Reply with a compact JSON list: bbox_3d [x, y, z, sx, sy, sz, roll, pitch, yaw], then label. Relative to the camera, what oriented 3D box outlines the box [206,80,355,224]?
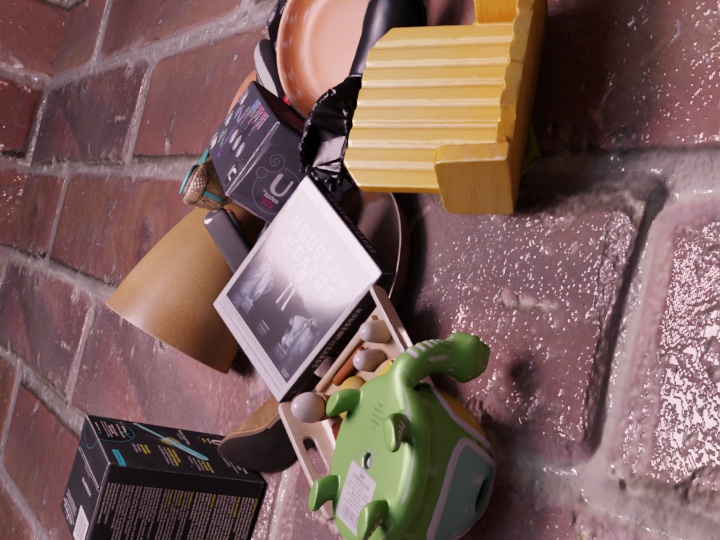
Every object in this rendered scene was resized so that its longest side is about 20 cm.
[{"bbox_3d":[-0.098,-0.131,1.229,0.106,0.122,0.200,-53,25,10],"label":"box"}]

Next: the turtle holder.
[{"bbox_3d":[0.046,0.152,0.890,0.141,0.131,0.187,-28,54,54],"label":"turtle holder"}]

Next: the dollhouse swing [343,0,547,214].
[{"bbox_3d":[0.066,-0.170,0.915,0.182,0.175,0.201,57,-136,-71],"label":"dollhouse swing"}]

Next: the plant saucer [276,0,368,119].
[{"bbox_3d":[-0.019,-0.269,1.223,0.199,0.037,0.202,1,91,41],"label":"plant saucer"}]

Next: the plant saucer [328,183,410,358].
[{"bbox_3d":[0.000,0.000,1.138,0.200,0.032,0.201,-31,53,51],"label":"plant saucer"}]

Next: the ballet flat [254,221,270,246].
[{"bbox_3d":[-0.095,-0.017,1.240,0.200,0.074,0.075,-112,43,-64],"label":"ballet flat"}]

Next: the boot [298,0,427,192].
[{"bbox_3d":[0.000,-0.193,1.078,0.162,0.073,0.199,-46,-25,-55],"label":"boot"}]

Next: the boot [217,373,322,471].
[{"bbox_3d":[-0.099,0.180,1.214,0.200,0.073,0.076,-35,30,44],"label":"boot"}]

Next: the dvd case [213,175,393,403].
[{"bbox_3d":[-0.067,0.021,1.113,0.200,0.025,0.151,-52,60,26],"label":"dvd case"}]

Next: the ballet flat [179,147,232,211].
[{"bbox_3d":[-0.186,-0.111,1.312,0.071,0.065,0.200,-61,9,16],"label":"ballet flat"}]

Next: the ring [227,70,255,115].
[{"bbox_3d":[-0.162,-0.201,1.523,0.200,0.019,0.202,-31,52,51],"label":"ring"}]

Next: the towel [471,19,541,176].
[{"bbox_3d":[0.124,-0.163,1.005,0.086,0.018,0.201,-47,40,42],"label":"towel"}]

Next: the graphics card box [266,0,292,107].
[{"bbox_3d":[-0.067,-0.314,1.371,0.126,0.051,0.201,-52,38,35],"label":"graphics card box"}]

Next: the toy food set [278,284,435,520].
[{"bbox_3d":[-0.006,0.133,1.029,0.200,0.060,0.144,-54,49,34],"label":"toy food set"}]

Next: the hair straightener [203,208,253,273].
[{"bbox_3d":[-0.141,0.013,1.272,0.041,0.077,0.201,-25,84,7],"label":"hair straightener"}]

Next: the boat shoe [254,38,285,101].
[{"bbox_3d":[-0.119,-0.235,1.402,0.064,0.070,0.201,-44,43,32],"label":"boat shoe"}]

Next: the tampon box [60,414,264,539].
[{"bbox_3d":[-0.247,0.278,1.277,0.150,0.199,0.127,31,105,61],"label":"tampon box"}]

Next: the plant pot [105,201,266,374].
[{"bbox_3d":[-0.207,0.006,1.378,0.201,0.186,0.186,-59,29,-5],"label":"plant pot"}]
